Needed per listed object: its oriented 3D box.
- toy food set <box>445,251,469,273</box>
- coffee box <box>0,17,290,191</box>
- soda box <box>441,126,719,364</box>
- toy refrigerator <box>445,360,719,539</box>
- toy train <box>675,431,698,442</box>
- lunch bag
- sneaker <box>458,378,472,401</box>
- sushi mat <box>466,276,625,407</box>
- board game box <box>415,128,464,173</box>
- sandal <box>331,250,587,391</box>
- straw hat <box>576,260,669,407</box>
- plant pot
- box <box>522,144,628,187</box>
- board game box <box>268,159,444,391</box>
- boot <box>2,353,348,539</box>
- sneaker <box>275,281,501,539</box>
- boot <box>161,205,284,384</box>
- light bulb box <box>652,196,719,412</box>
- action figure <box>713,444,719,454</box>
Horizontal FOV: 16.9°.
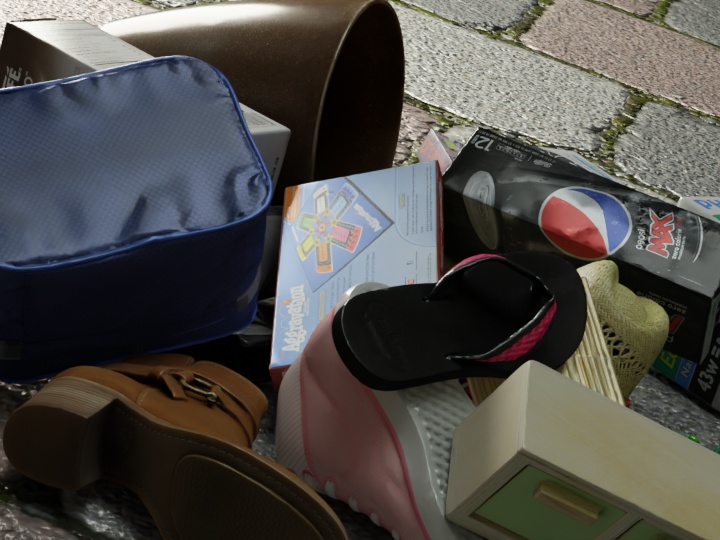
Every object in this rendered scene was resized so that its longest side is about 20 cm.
[{"bbox_3d":[0.055,-0.004,1.692,0.143,0.061,0.200,32,15,12],"label":"toy food set"},{"bbox_3d":[-0.157,-0.080,1.629,0.200,0.115,0.080,28,22,30],"label":"coffee box"},{"bbox_3d":[0.147,-0.018,1.569,0.199,0.071,0.063,23,52,19],"label":"soda box"},{"bbox_3d":[0.149,0.132,1.292,0.199,0.076,0.070,28,44,-18],"label":"toy refrigerator"},{"bbox_3d":[0.255,0.157,1.425,0.200,0.042,0.056,35,15,17],"label":"toy train"},{"bbox_3d":[-0.155,-0.020,1.382,0.199,0.133,0.136,-11,55,-14],"label":"lunch bag"},{"bbox_3d":[0.061,0.082,1.429,0.200,0.084,0.081,29,23,27],"label":"sneaker"},{"bbox_3d":[0.112,0.090,1.379,0.095,0.012,0.201,-3,58,-19],"label":"sushi mat"},{"bbox_3d":[0.114,-0.038,1.743,0.120,0.032,0.200,28,14,-20],"label":"board game box"},{"bbox_3d":[0.068,0.024,1.345,0.200,0.045,0.075,-12,65,-47],"label":"sandal"},{"bbox_3d":[0.144,0.041,1.493,0.201,0.085,0.201,41,7,-7],"label":"straw hat"},{"bbox_3d":[-0.092,-0.116,1.719,0.199,0.188,0.187,12,17,17],"label":"plant pot"},{"bbox_3d":[0.162,-0.043,1.722,0.119,0.042,0.200,36,12,21],"label":"box"},{"bbox_3d":[0.000,0.000,1.477,0.102,0.020,0.200,-9,33,8],"label":"board game box"},{"bbox_3d":[-0.076,0.096,1.292,0.199,0.074,0.155,25,17,12],"label":"boot"},{"bbox_3d":[0.020,0.116,1.340,0.075,0.105,0.201,-4,59,-47],"label":"sneaker"},{"bbox_3d":[-0.075,0.024,1.512,0.199,0.070,0.132,-10,37,-35],"label":"boot"},{"bbox_3d":[0.331,0.042,1.709,0.198,0.125,0.200,-3,30,-46],"label":"light bulb box"},{"bbox_3d":[0.295,0.137,1.530,0.199,0.055,0.118,7,23,-10],"label":"action figure"}]
